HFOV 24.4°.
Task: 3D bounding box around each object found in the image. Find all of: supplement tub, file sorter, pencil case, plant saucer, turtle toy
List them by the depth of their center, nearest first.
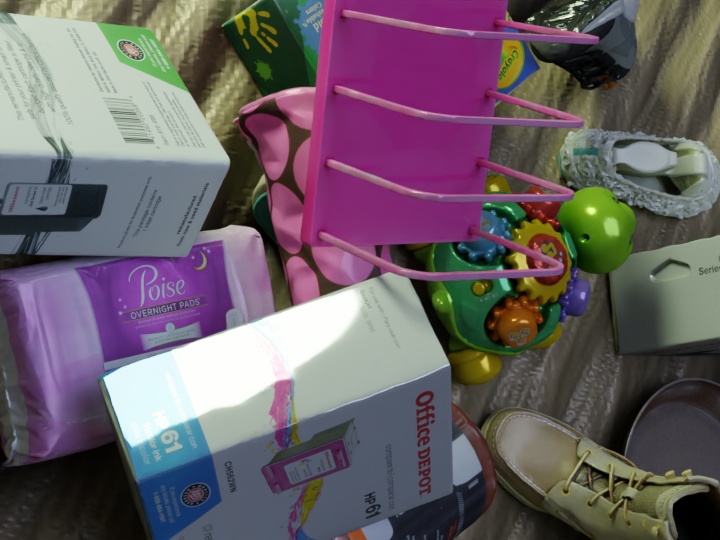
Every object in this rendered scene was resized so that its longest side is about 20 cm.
[{"bbox_3d":[0.061,-0.103,1.024,0.138,0.125,0.203,-3,106,-35],"label":"file sorter"},{"bbox_3d":[-0.028,-0.021,1.123,0.091,0.093,0.203,-9,87,-62],"label":"pencil case"},{"bbox_3d":[-0.004,0.170,1.135,0.199,0.107,0.108,-32,99,-38],"label":"supplement tub"},{"bbox_3d":[0.129,-0.008,1.281,0.199,0.101,0.147,-25,94,-38],"label":"turtle toy"},{"bbox_3d":[0.280,0.193,1.393,0.198,0.032,0.203,10,72,-35],"label":"plant saucer"}]

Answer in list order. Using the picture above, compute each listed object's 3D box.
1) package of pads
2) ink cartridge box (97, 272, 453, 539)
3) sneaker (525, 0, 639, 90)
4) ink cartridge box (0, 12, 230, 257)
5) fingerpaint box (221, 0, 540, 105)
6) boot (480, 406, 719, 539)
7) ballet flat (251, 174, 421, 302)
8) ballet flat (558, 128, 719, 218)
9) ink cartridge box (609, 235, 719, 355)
[{"bbox_3d":[-0.148,0.045,1.075,0.198,0.075,0.122,-13,90,-38],"label":"package of pads"},{"bbox_3d":[-0.045,0.101,1.019,0.198,0.145,0.085,-20,53,-12],"label":"ink cartridge box"},{"bbox_3d":[0.191,-0.184,1.357,0.200,0.073,0.080,-27,107,-64],"label":"sneaker"},{"bbox_3d":[-0.202,-0.085,1.021,0.198,0.083,0.147,2,42,-36],"label":"ink cartridge box"},{"bbox_3d":[0.021,-0.169,1.255,0.200,0.073,0.168,-39,103,-36],"label":"fingerpaint box"},{"bbox_3d":[0.192,0.165,1.239,0.199,0.155,0.073,37,75,-8],"label":"boot"},{"bbox_3d":[0.000,0.000,1.211,0.201,0.069,0.070,53,54,-13],"label":"ballet flat"},{"bbox_3d":[0.256,-0.085,1.420,0.198,0.071,0.073,3,78,-37],"label":"ballet flat"},{"bbox_3d":[0.328,0.023,1.397,0.198,0.145,0.089,4,78,-37],"label":"ink cartridge box"}]
